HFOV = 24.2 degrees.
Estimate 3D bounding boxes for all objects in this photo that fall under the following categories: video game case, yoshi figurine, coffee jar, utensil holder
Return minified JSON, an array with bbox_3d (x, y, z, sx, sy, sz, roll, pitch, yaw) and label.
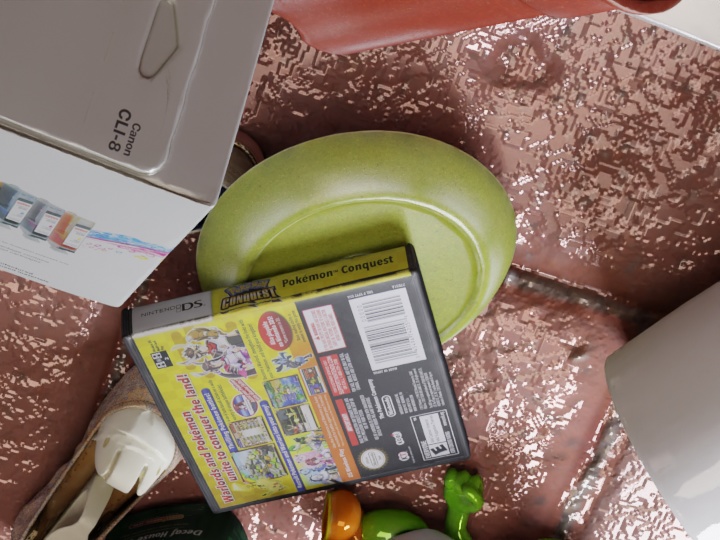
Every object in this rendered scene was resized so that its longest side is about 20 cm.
[{"bbox_3d":[-0.034,0.073,1.050,0.179,0.026,0.201,-13,139,5],"label":"video game case"},{"bbox_3d":[0.071,0.199,1.105,0.198,0.112,0.114,10,107,-6],"label":"yoshi figurine"},{"bbox_3d":[-0.128,0.234,1.073,0.103,0.200,0.086,-10,113,6],"label":"coffee jar"},{"bbox_3d":[0.271,0.069,1.009,0.199,0.170,0.170,-35,108,16],"label":"utensil holder"}]

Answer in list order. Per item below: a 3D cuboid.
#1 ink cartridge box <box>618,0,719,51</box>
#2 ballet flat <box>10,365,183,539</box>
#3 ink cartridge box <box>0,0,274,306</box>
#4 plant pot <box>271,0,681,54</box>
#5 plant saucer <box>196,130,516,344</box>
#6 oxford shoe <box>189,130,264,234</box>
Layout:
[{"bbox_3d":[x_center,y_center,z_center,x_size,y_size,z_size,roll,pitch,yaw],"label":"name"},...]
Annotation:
[{"bbox_3d":[0.208,-0.221,0.952,0.198,0.045,0.178,20,113,-7],"label":"ink cartridge box"},{"bbox_3d":[-0.165,0.138,1.105,0.068,0.067,0.201,33,110,-12],"label":"ballet flat"},{"bbox_3d":[-0.149,-0.091,0.877,0.143,0.147,0.200,21,157,-17],"label":"ink cartridge box"},{"bbox_3d":[0.047,-0.208,0.869,0.194,0.201,0.202,-11,116,38],"label":"plant pot"},{"bbox_3d":[0.000,0.000,1.017,0.197,0.031,0.201,-6,137,-5],"label":"plant saucer"},{"bbox_3d":[-0.159,-0.050,1.021,0.197,0.074,0.072,-8,113,5],"label":"oxford shoe"}]
